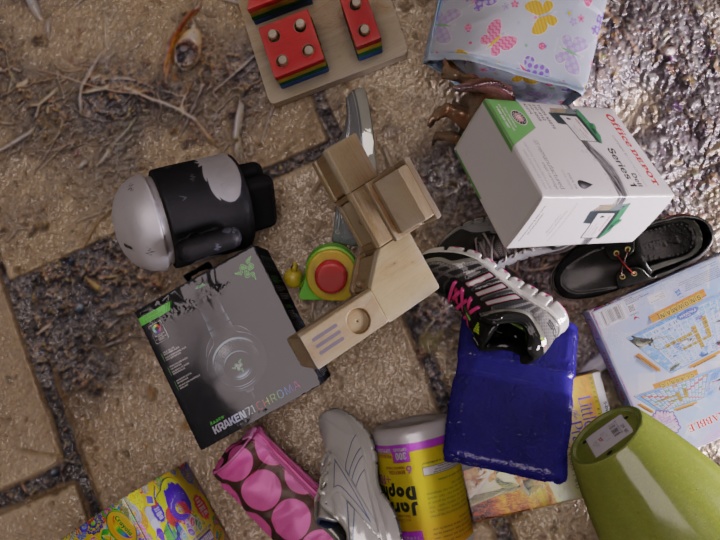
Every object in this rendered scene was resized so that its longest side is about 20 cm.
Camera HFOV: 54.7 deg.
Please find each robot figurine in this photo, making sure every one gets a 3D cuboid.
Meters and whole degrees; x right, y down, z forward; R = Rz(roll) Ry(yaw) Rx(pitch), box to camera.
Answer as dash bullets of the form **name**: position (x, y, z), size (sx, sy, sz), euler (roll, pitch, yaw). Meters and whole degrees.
- **robot figurine**: position (-0.205, -0.071, 0.866), size (0.197, 0.150, 0.127), euler (-18, 88, -22)

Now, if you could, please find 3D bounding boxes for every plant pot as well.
- **plant pot**: position (0.326, 0.256, 0.764), size (0.186, 0.187, 0.201), euler (-38, 94, 1)

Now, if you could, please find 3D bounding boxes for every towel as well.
- **towel**: position (0.181, 0.145, 0.835), size (0.145, 0.050, 0.203), euler (10, 59, 9)

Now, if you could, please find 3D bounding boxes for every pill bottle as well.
- **pill bottle**: position (0.079, 0.283, 0.840), size (0.102, 0.104, 0.204), euler (-11, 85, 4)

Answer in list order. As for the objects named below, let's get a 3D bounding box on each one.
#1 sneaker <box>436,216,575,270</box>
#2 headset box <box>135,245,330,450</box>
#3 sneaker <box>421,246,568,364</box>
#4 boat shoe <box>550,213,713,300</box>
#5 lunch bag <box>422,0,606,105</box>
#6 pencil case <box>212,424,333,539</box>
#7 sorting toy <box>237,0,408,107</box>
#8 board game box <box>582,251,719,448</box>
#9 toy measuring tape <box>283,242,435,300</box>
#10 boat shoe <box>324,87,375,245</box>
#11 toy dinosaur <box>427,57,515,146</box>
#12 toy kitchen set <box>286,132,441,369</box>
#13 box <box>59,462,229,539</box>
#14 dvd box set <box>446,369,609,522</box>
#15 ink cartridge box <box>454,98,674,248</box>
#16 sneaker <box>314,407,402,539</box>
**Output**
- **sneaker**: position (0.183, -0.042, 0.849), size (0.196, 0.115, 0.077), euler (-17, 85, 3)
- **headset box**: position (-0.159, 0.087, 0.877), size (0.172, 0.093, 0.203), euler (-27, 86, 2)
- **sneaker**: position (0.144, 0.043, 0.824), size (0.197, 0.074, 0.088), euler (28, 54, 13)
- **boat shoe**: position (0.334, -0.019, 0.864), size (0.198, 0.063, 0.075), euler (-20, 87, 4)
- **lunch bag**: position (0.188, -0.310, 0.865), size (0.196, 0.127, 0.173), euler (14, 87, -6)
- **pencil case**: position (-0.088, 0.282, 0.865), size (0.199, 0.091, 0.094), euler (40, 125, 4)
- **sorting toy**: position (-0.060, -0.350, 0.915), size (0.196, 0.070, 0.203), euler (-19, 85, 3)
- **board game box**: position (0.407, 0.104, 0.857), size (0.197, 0.041, 0.203), euler (-22, 84, 3)
- **toy measuring tape**: position (0.000, 0.000, 0.887), size (0.195, 0.074, 0.075), euler (0, 86, -2)
- **boat shoe**: position (-0.016, -0.133, 0.895), size (0.070, 0.070, 0.206), euler (-2, 89, -1)
- **toy dinosaur**: position (0.158, -0.184, 0.838), size (0.133, 0.200, 0.087), euler (15, 74, 17)
- **toy kitchen set**: position (-0.021, -0.026, 0.766), size (0.179, 0.163, 0.202), euler (-32, 95, -18)
- **box**: position (-0.285, 0.347, 0.818), size (0.191, 0.200, 0.123), euler (-33, 83, 1)
- **dvd box set**: position (0.219, 0.219, 0.871), size (0.196, 0.029, 0.149), euler (-13, 85, 4)
- **ink cartridge box**: position (0.226, -0.109, 0.778), size (0.196, 0.085, 0.148), euler (-4, 55, -28)
- **sneaker**: position (-0.018, 0.253, 0.819), size (0.085, 0.075, 0.202), euler (-6, 50, -22)
